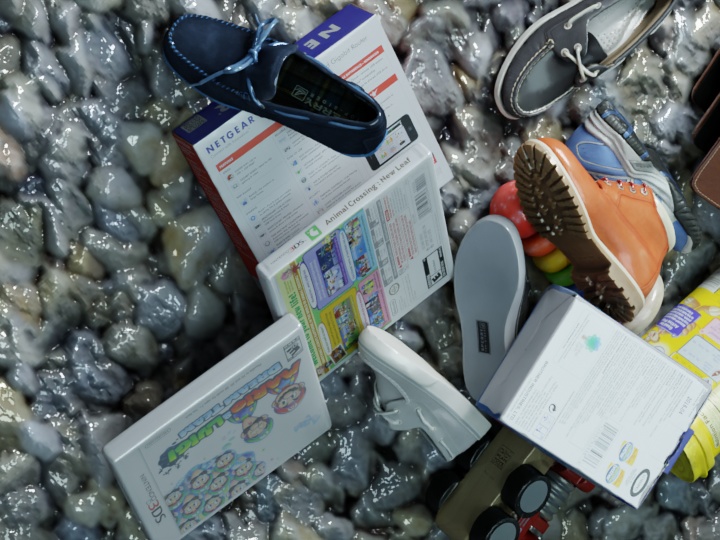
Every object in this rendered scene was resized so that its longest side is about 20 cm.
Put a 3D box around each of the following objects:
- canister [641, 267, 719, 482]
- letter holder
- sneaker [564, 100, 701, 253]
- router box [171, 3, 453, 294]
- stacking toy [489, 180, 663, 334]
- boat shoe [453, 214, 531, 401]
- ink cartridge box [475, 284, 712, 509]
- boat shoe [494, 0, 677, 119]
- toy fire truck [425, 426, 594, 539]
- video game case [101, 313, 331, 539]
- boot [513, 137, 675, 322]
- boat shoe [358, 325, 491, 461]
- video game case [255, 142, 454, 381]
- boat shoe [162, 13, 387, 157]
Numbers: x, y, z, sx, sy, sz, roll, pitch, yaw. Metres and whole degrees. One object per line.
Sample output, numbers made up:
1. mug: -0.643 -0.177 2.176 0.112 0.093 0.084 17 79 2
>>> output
1. canister: 0.348 0.094 1.890 0.200 0.148 0.087 -39 139 -14
2. letter holder: 0.414 -0.116 1.863 0.199 0.101 0.143 23 113 -23
3. sneaker: 0.258 -0.079 1.830 0.077 0.076 0.200 -37 124 13
4. router box: -0.037 -0.100 1.653 0.199 0.049 0.180 -36 122 -14
5. stacking toy: 0.199 -0.018 1.806 0.200 0.085 0.086 39 87 -30
6. boat shoe: 0.134 0.031 1.788 0.066 0.069 0.202 -41 134 -48
7. ink cartridge box: 0.227 0.124 1.754 0.199 0.076 0.137 33 91 -15
8. boat shoe: 0.209 -0.208 1.749 0.199 0.060 0.074 -39 124 -12
9. toy fire truck: 0.191 0.232 1.877 0.177 0.128 0.200 -52 136 -4
10. video game case: -0.120 0.145 1.665 0.199 0.024 0.183 -36 149 -14
11. boot: 0.216 -0.060 1.743 0.107 0.075 0.201 -49 119 -23
12. boat shoe: 0.047 0.119 1.769 0.069 0.072 0.200 -48 142 1
13. video game case: 0.000 0.000 1.677 0.182 0.022 0.201 -38 150 -14
14. boat shoe: -0.065 -0.164 1.552 0.198 0.069 0.085 20 74 -1
